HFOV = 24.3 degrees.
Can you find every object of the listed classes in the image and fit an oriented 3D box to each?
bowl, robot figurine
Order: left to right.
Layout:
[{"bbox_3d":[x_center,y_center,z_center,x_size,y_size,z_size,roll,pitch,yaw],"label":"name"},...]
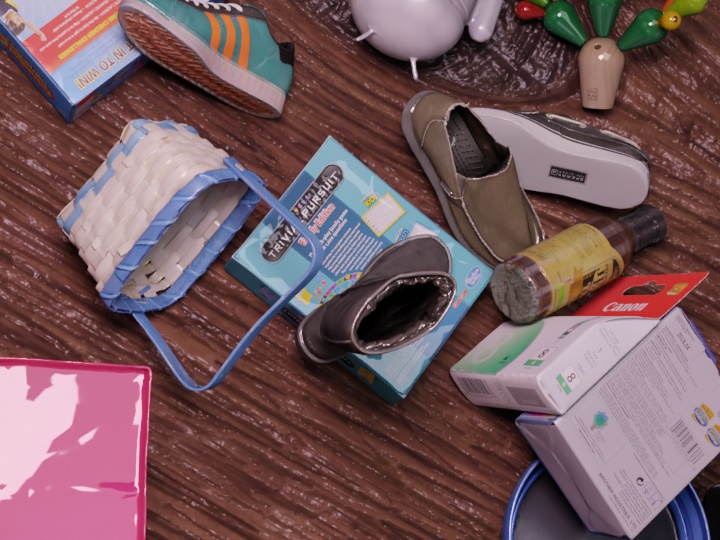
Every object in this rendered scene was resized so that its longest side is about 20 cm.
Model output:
[{"bbox_3d":[0.060,-0.282,1.580,0.169,0.113,0.201,26,71,-10],"label":"robot figurine"},{"bbox_3d":[0.223,0.251,1.533,0.199,0.039,0.202,4,75,-14],"label":"bowl"}]

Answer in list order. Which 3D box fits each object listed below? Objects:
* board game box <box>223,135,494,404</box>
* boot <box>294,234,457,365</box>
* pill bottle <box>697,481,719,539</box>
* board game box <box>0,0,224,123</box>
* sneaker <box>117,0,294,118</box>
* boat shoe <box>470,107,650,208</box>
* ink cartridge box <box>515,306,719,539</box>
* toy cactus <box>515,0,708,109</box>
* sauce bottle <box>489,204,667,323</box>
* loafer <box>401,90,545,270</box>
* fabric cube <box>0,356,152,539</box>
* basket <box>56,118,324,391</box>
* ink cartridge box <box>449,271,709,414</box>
[{"bbox_3d":[0.000,0.000,1.528,0.200,0.047,0.151,39,70,-3],"label":"board game box"},{"bbox_3d":[0.034,0.017,1.402,0.182,0.200,0.073,-41,90,-20],"label":"boot"},{"bbox_3d":[0.425,0.243,1.553,0.199,0.112,0.113,-3,77,-16],"label":"pill bottle"},{"bbox_3d":[-0.253,-0.272,1.521,0.200,0.056,0.196,-41,90,-21],"label":"board game box"},{"bbox_3d":[-0.134,-0.212,1.496,0.200,0.071,0.080,31,70,-45],"label":"sneaker"},{"bbox_3d":[0.182,-0.116,1.605,0.199,0.071,0.064,19,39,-2],"label":"boat shoe"},{"bbox_3d":[0.255,0.124,1.498,0.200,0.076,0.137,-39,105,-20],"label":"ink cartridge box"},{"bbox_3d":[0.237,-0.239,1.617,0.199,0.102,0.166,6,103,14],"label":"toy cactus"},{"bbox_3d":[0.210,-0.013,1.566,0.199,0.065,0.065,-25,84,-34],"label":"sauce bottle"},{"bbox_3d":[0.111,-0.078,1.550,0.075,0.070,0.200,-44,109,-20],"label":"loafer"},{"bbox_3d":[-0.276,0.184,1.325,0.195,0.199,0.201,6,75,-16],"label":"fabric cube"},{"bbox_3d":[-0.143,-0.023,1.421,0.176,0.139,0.200,-46,70,19],"label":"basket"},{"bbox_3d":[0.195,0.049,1.510,0.200,0.161,0.050,-42,105,-20],"label":"ink cartridge box"}]
